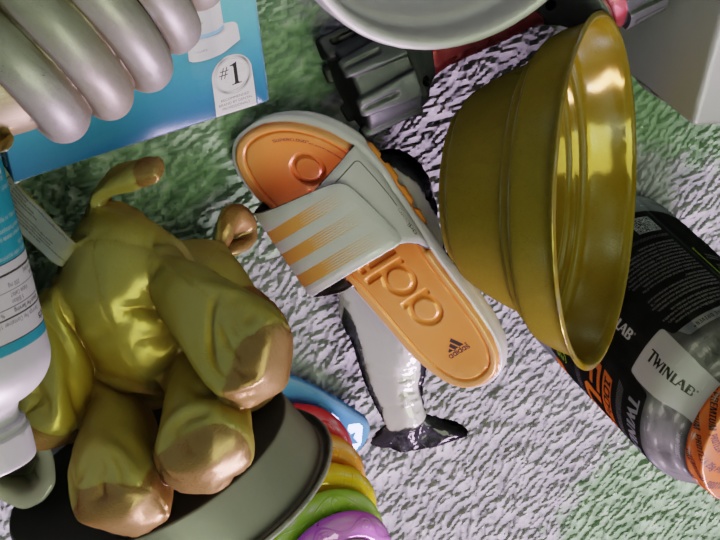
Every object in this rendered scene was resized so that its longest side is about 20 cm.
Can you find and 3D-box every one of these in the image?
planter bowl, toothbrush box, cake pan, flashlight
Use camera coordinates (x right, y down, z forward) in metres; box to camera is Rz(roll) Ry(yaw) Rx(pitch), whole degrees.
[{"bbox_3d":[0.095,-0.047,1.267,0.083,0.201,0.201,4,131,19],"label":"planter bowl"},{"bbox_3d":[-0.137,-0.165,1.132,0.146,0.085,0.200,-20,129,-17],"label":"toothbrush box"},{"bbox_3d":[-0.113,0.122,1.277,0.200,0.200,0.037,-29,112,-11],"label":"cake pan"},{"bbox_3d":[0.079,-0.139,1.294,0.200,0.068,0.068,-28,139,-13],"label":"flashlight"}]

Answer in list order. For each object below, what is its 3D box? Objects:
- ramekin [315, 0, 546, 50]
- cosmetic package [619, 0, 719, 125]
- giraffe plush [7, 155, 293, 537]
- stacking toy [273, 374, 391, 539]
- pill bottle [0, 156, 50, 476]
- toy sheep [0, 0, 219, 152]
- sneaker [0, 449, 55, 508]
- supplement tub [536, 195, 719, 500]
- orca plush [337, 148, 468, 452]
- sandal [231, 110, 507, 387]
[{"bbox_3d":[0.031,-0.226,1.179,0.200,0.105,0.201,-15,126,-22],"label":"ramekin"},{"bbox_3d":[0.218,-0.196,1.316,0.074,0.102,0.200,-6,124,-28],"label":"cosmetic package"},{"bbox_3d":[-0.105,0.036,1.242,0.172,0.200,0.162,-34,165,17],"label":"giraffe plush"},{"bbox_3d":[-0.022,0.163,1.346,0.110,0.200,0.116,30,103,-41],"label":"stacking toy"},{"bbox_3d":[-0.221,0.006,1.128,0.111,0.111,0.201,-17,102,-21],"label":"pill bottle"},{"bbox_3d":[-0.129,-0.135,1.020,0.200,0.138,0.138,-43,132,-4],"label":"toy sheep"},{"bbox_3d":[-0.229,0.058,1.224,0.067,0.090,0.200,-38,132,0],"label":"sneaker"},{"bbox_3d":[0.197,0.049,1.402,0.122,0.200,0.123,-15,126,-21],"label":"supplement tub"},{"bbox_3d":[0.035,0.010,1.364,0.071,0.105,0.200,-45,123,-49],"label":"orca plush"},{"bbox_3d":[0.006,-0.004,1.279,0.207,0.059,0.079,47,124,-10],"label":"sandal"}]
